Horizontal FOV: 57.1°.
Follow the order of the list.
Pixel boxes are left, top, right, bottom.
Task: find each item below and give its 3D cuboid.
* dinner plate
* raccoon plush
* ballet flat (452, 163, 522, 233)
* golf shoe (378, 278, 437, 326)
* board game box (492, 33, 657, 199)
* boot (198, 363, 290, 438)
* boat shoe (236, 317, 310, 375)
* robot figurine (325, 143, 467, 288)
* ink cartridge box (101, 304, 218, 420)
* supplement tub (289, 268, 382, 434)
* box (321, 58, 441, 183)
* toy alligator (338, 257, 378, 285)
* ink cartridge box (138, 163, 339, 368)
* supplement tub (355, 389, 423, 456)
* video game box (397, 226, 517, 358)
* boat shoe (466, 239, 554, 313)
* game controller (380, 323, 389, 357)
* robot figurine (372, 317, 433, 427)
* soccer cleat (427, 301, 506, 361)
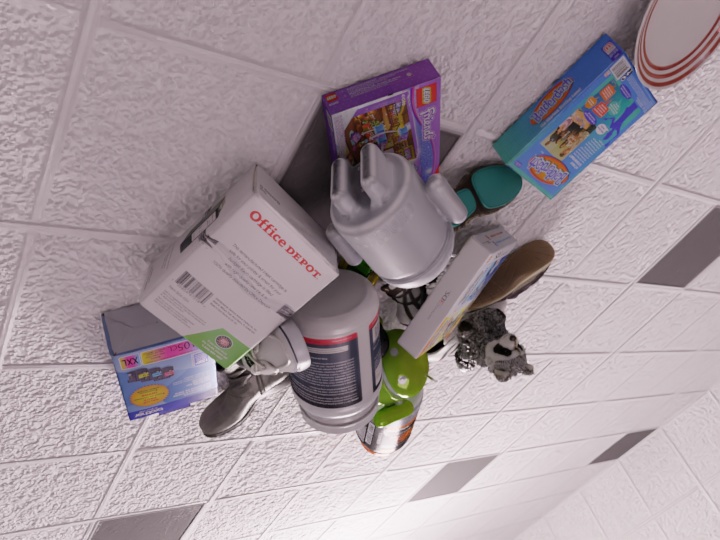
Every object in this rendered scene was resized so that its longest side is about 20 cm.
[{"bbox_3d":[0.418,-0.329,0.839,0.196,0.024,0.203,-20,136,-20],"label":"dinner plate"},{"bbox_3d":[0.233,0.158,1.143,0.095,0.136,0.202,-23,147,-8],"label":"raccoon plush"},{"bbox_3d":[0.145,-0.097,0.923,0.198,0.069,0.075,-30,-174,-39],"label":"ballet flat"},{"bbox_3d":[0.065,0.016,1.034,0.092,0.079,0.202,5,141,-5],"label":"golf shoe"},{"bbox_3d":[0.299,-0.204,0.919,0.200,0.045,0.151,-44,143,21],"label":"board game box"},{"bbox_3d":[-0.201,0.175,1.059,0.198,0.068,0.131,-36,141,-2],"label":"boot"},{"bbox_3d":[-0.124,0.104,0.863,0.065,0.073,0.199,-26,-171,-24],"label":"boat shoe"},{"bbox_3d":[0.040,-0.056,0.782,0.167,0.115,0.200,-19,138,27],"label":"robot figurine"},{"bbox_3d":[-0.274,0.130,0.932,0.133,0.077,0.202,-14,145,-19],"label":"ink cartridge box"},{"bbox_3d":[-0.038,0.115,0.942,0.137,0.141,0.204,-15,124,-17],"label":"supplement tub"},{"bbox_3d":[0.031,-0.147,0.814,0.134,0.040,0.202,-21,145,-9],"label":"box"},{"bbox_3d":[0.000,0.000,0.974,0.054,0.059,0.202,-51,171,-49],"label":"toy alligator"},{"bbox_3d":[-0.143,-0.001,0.797,0.199,0.085,0.145,-39,118,16],"label":"ink cartridge box"},{"bbox_3d":[0.051,0.277,1.301,0.120,0.124,0.202,-14,144,-18],"label":"supplement tub"},{"bbox_3d":[0.155,0.029,1.031,0.202,0.047,0.181,-58,161,21],"label":"video game box"},{"bbox_3d":[0.253,0.022,1.159,0.198,0.072,0.065,-33,142,-3],"label":"boat shoe"},{"bbox_3d":[-0.038,0.142,1.080,0.200,0.106,0.042,-45,146,24],"label":"game controller"},{"bbox_3d":[0.031,0.168,1.123,0.197,0.180,0.115,-20,178,33],"label":"robot figurine"},{"bbox_3d":[0.183,0.103,1.216,0.199,0.070,0.084,-39,155,23],"label":"soccer cleat"}]
